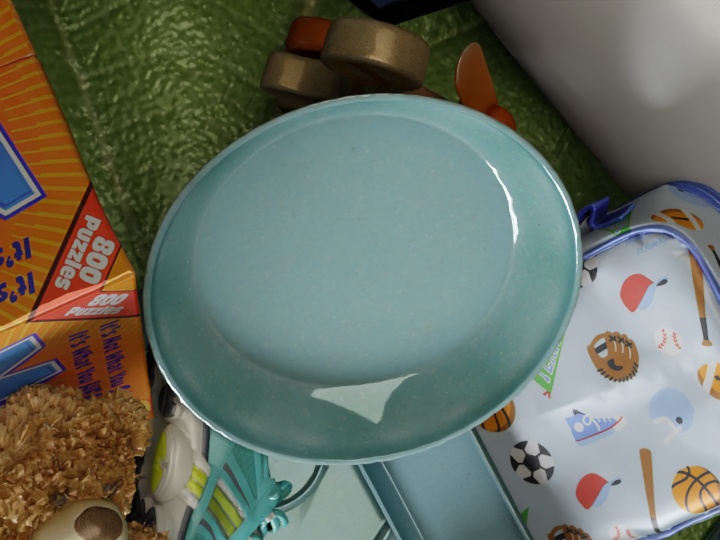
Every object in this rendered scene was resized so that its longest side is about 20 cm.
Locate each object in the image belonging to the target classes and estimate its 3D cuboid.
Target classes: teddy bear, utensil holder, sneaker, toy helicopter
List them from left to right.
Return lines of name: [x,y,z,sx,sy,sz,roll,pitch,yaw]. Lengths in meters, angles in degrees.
teddy bear: [-0.130,0.146,0.768,0.144,0.067,0.201,21,109,-26]
sneaker: [-0.071,0.118,0.906,0.079,0.077,0.202,13,87,-22]
toy helicopter: [0.017,-0.079,0.886,0.131,0.200,0.079,17,84,3]
utensil holder: [0.147,-0.146,0.937,0.170,0.170,0.200,-42,101,-10]

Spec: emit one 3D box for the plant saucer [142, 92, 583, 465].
plant saucer: [0.000,0.000,0.855,0.198,0.036,0.201,-5,125,-7]

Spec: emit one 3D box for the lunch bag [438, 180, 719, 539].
lunch bag: [0.124,0.049,0.923,0.161,0.199,0.076,58,35,-5]

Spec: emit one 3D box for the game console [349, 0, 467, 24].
game console: [-0.055,-0.136,0.870,0.172,0.200,0.119,37,85,-12]

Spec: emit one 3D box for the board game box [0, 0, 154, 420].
board game box: [-0.220,-0.011,0.803,0.199,0.200,0.201,-23,73,-12]

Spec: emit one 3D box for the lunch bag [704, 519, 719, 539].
lunch bag: [0.246,0.151,0.940,0.077,0.200,0.161,42,79,-12]

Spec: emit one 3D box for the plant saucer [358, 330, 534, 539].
plant saucer: [0.023,0.074,0.937,0.070,0.019,0.201,-24,98,31]

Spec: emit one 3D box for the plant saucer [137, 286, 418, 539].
plant saucer: [-0.050,0.089,0.960,0.199,0.027,0.202,0,89,-13]
